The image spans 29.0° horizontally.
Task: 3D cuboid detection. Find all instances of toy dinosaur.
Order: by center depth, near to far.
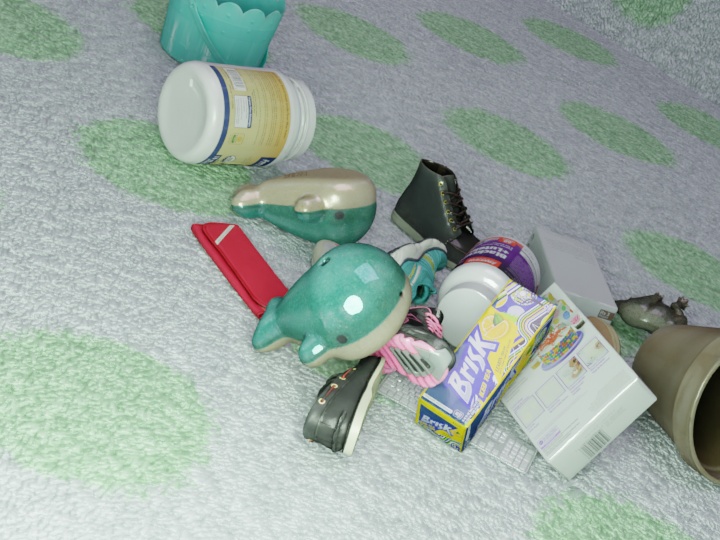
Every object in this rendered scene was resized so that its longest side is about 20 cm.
[{"bbox_3d":[0.431,0.066,2.060,0.199,0.077,0.102,34,19,14],"label":"toy dinosaur"}]

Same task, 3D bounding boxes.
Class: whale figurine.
[{"bbox_3d":[-0.043,0.033,1.548,0.104,0.198,0.160,55,41,-31],"label":"whale figurine"},{"bbox_3d":[-0.076,-0.080,1.900,0.198,0.105,0.159,-3,15,-3],"label":"whale figurine"}]

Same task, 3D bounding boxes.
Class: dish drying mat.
[{"bbox_3d":[-0.142,-0.001,1.751,0.076,0.018,0.200,5,31,-38],"label":"dish drying mat"}]

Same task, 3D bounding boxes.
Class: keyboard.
[{"bbox_3d":[0.113,0.176,1.634,0.199,0.011,0.056,28,25,9],"label":"keyboard"}]

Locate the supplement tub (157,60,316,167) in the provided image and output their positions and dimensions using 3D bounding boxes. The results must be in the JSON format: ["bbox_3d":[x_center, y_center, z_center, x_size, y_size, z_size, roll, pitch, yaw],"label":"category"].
[{"bbox_3d":[-0.176,-0.223,2.010,0.199,0.145,0.144,-1,34,-43],"label":"supplement tub"}]

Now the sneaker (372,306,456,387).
[{"bbox_3d":[0.065,0.074,1.602,0.079,0.095,0.200,59,-18,-17],"label":"sneaker"}]

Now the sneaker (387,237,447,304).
[{"bbox_3d":[0.070,0.007,1.881,0.080,0.077,0.200,65,23,2],"label":"sneaker"}]

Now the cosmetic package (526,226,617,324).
[{"bbox_3d":[0.300,0.021,2.038,0.101,0.075,0.201,18,27,-11],"label":"cosmetic package"}]

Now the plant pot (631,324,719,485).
[{"bbox_3d":[0.447,0.150,1.800,0.198,0.202,0.173,8,13,-31],"label":"plant pot"}]

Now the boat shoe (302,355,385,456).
[{"bbox_3d":[-0.014,0.136,1.522,0.062,0.074,0.201,18,20,6],"label":"boat shoe"}]

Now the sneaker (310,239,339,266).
[{"bbox_3d":[0.000,0.000,1.783,0.070,0.094,0.200,10,28,-28],"label":"sneaker"}]

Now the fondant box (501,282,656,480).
[{"bbox_3d":[0.240,0.130,1.670,0.058,0.144,0.200,40,10,-42],"label":"fondant box"}]

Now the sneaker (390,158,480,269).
[{"bbox_3d":[0.137,-0.075,2.038,0.199,0.107,0.075,36,27,25],"label":"sneaker"}]

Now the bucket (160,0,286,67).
[{"bbox_3d":[-0.236,-0.421,2.361,0.205,0.136,0.208,19,25,-9],"label":"bucket"}]

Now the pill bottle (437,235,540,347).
[{"bbox_3d":[0.166,0.032,1.845,0.111,0.112,0.200,28,24,9],"label":"pill bottle"}]

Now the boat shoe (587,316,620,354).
[{"bbox_3d":[0.305,0.120,1.845,0.064,0.072,0.201,17,27,-15],"label":"boat shoe"}]

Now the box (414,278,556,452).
[{"bbox_3d":[0.146,0.109,1.616,0.070,0.065,0.200,31,60,17],"label":"box"}]
